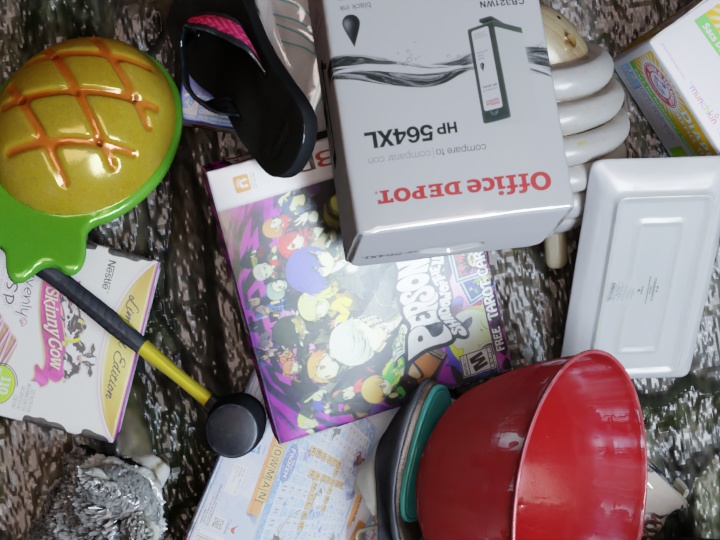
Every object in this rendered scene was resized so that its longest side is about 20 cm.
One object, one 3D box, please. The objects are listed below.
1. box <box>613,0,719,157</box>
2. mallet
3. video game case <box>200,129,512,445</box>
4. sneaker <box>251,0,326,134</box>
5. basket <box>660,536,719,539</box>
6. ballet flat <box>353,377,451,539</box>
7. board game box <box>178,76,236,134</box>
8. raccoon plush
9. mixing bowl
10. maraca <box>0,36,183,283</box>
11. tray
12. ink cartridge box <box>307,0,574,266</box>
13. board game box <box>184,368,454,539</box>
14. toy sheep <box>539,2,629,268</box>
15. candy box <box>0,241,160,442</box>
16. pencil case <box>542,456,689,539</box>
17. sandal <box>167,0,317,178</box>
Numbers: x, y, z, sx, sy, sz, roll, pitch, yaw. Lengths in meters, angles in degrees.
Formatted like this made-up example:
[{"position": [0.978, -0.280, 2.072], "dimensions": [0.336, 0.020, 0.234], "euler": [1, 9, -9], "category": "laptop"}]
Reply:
[{"position": [0.290, -0.108, 1.099], "dimensions": [0.101, 0.112, 0.201], "euler": [-34, 92, -4], "category": "box"}, {"position": [-0.145, 0.058, 1.043], "dimensions": [0.199, 0.066, 0.041], "euler": [40, 93, 8], "category": "mallet"}, {"position": [0.000, 0.000, 1.035], "dimensions": [0.179, 0.036, 0.203], "euler": [-16, 103, -10], "category": "video game case"}, {"position": [-0.038, -0.171, 1.053], "dimensions": [0.079, 0.070, 0.203], "euler": [-13, 100, -9], "category": "sneaker"}, {"position": [0.257, 0.263, 1.054], "dimensions": [0.134, 0.200, 0.183], "euler": [12, 90, -6], "category": "basket"}, {"position": [0.026, 0.175, 1.043], "dimensions": [0.072, 0.073, 0.203], "euler": [-1, 96, -5], "category": "ballet flat"}, {"position": [-0.025, -0.192, 1.104], "dimensions": [0.197, 0.041, 0.202], "euler": [9, 90, -5], "category": "board game box"}, {"position": [-0.197, 0.211, 1.043], "dimensions": [0.096, 0.134, 0.202], "euler": [26, 88, -6], "category": "raccoon plush"}, {"position": [0.107, 0.149, 1.004], "dimensions": [0.107, 0.199, 0.203], "euler": [4, 90, 34], "category": "mixing bowl"}, {"position": [-0.208, -0.082, 1.043], "dimensions": [0.136, 0.107, 0.201], "euler": [26, 65, 11], "category": "maraca"}, {"position": [0.208, 0.008, 1.080], "dimensions": [0.106, 0.022, 0.202], "euler": [-2, 126, -6], "category": "tray"}, {"position": [0.049, -0.116, 0.968], "dimensions": [0.144, 0.084, 0.203], "euler": [-8, 78, -8], "category": "ink cartridge box"}, {"position": [-0.012, 0.169, 1.100], "dimensions": [0.197, 0.041, 0.202], "euler": [24, 88, -5], "category": "board game box"}, {"position": [0.131, -0.096, 1.079], "dimensions": [0.136, 0.138, 0.202], "euler": [-9, 117, -5], "category": "toy sheep"}, {"position": [-0.256, 0.034, 1.074], "dimensions": [0.197, 0.061, 0.138], "euler": [14, 89, -6], "category": "candy box"}, {"position": [0.161, 0.216, 1.106], "dimensions": [0.200, 0.078, 0.089], "euler": [-49, 125, -4], "category": "pencil case"}, {"position": [-0.091, -0.137, 1.000], "dimensions": [0.045, 0.200, 0.076], "euler": [3, 125, -36], "category": "sandal"}]
